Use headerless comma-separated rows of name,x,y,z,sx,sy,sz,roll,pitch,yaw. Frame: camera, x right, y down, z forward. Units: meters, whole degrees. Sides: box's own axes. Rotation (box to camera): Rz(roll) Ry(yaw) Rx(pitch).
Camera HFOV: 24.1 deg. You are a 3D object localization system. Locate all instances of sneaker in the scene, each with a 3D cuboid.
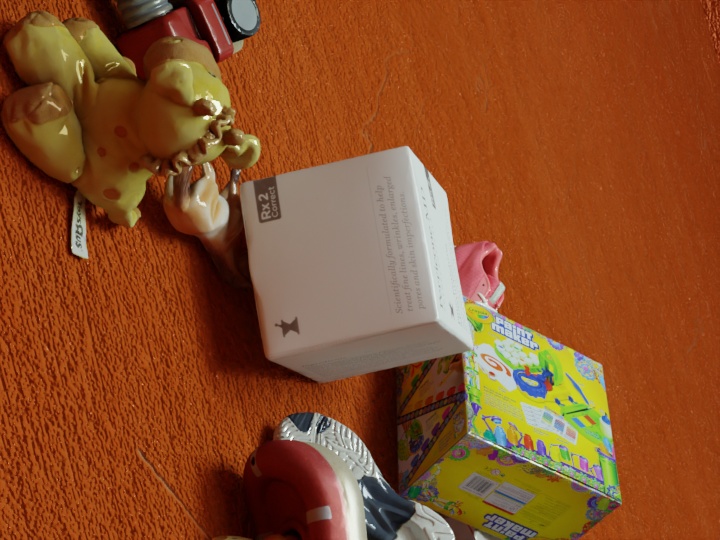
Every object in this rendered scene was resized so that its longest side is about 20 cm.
sneaker,-0.009,0.225,1.571,0.198,0.130,0.080,34,59,4
sneaker,0.121,0.041,1.919,0.074,0.086,0.201,47,36,-39

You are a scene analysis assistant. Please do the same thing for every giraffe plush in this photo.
giraffe plush,-0.176,-0.128,1.360,0.172,0.161,0.202,4,71,-62

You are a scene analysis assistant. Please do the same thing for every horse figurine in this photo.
horse figurine,-0.134,-0.069,1.509,0.200,0.050,0.134,48,51,-67

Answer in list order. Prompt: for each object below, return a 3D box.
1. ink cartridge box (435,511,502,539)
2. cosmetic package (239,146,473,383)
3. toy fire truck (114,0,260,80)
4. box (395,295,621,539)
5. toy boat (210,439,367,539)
ink cartridge box,0.140,0.272,1.838,0.116,0.066,0.200,60,29,-22
cosmetic package,0.000,0.000,1.570,0.200,0.164,0.166,37,41,-75
toy fire truck,-0.189,-0.249,1.478,0.200,0.128,0.177,-38,109,-50
box,0.152,0.163,1.761,0.199,0.122,0.194,26,39,-23
toy boat,-0.072,0.242,1.421,0.130,0.130,0.202,6,66,-30
